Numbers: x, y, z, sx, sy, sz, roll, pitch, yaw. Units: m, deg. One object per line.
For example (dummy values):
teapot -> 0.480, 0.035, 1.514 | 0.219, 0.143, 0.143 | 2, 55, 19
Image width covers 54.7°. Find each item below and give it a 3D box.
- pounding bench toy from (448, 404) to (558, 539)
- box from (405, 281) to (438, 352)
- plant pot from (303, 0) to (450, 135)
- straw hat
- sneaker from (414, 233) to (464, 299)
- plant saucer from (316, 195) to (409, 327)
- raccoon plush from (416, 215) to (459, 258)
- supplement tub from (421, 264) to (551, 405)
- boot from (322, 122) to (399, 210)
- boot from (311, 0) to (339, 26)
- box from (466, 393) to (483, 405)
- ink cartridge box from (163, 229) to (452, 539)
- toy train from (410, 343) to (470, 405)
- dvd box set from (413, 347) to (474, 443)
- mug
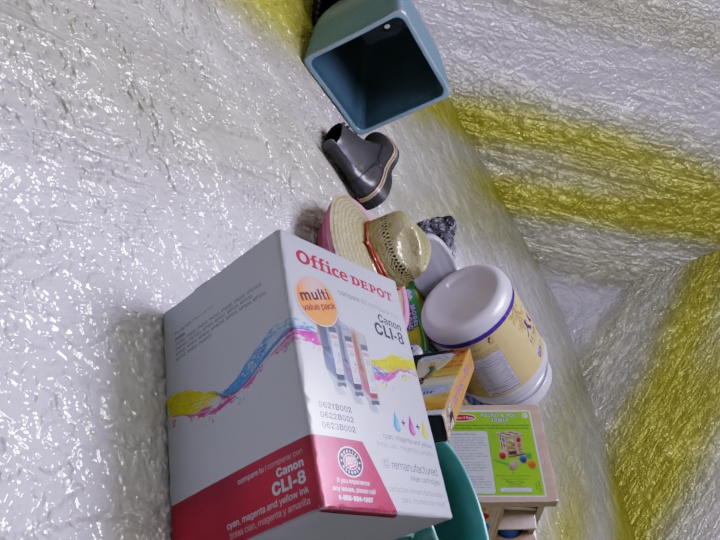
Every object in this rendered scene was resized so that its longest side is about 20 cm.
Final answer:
pounding bench toy -> 0.121, 0.265, 0.863 | 0.157, 0.197, 0.125 | 91, -2, -46
box -> 0.101, 0.097, 1.105 | 0.117, 0.048, 0.202 | 43, 31, -48
plant pot -> 0.032, -0.410, 1.257 | 0.196, 0.194, 0.202 | 46, 34, -43
straw hat -> 0.043, -0.027, 0.881 | 0.202, 0.084, 0.202 | 53, 22, -33
sneaker -> 0.127, -0.001, 1.132 | 0.116, 0.073, 0.201 | -94, 161, -53
plant saucer -> 0.000, 0.000, 0.943 | 0.201, 0.050, 0.202 | 53, 22, -32
raccoon plush -> 0.164, -0.027, 1.365 | 0.200, 0.096, 0.136 | 9, 66, -68
supplement tub -> 0.195, 0.108, 1.051 | 0.201, 0.144, 0.146 | 53, 22, -30
boot -> -0.002, -0.213, 1.163 | 0.139, 0.077, 0.201 | 49, 24, -29
boot -> -0.064, -0.556, 1.385 | 0.214, 0.079, 0.158 | 66, 19, -1
box -> 0.219, 0.251, 1.160 | 0.100, 0.095, 0.201 | 59, 20, -20
ink cartridge box -> -0.047, 0.103, 0.523 | 0.144, 0.144, 0.202 | 24, 43, -45
toy train -> 0.109, 0.187, 0.974 | 0.200, 0.085, 0.115 | 52, 13, -37
dvd box set -> 0.037, 0.134, 0.735 | 0.200, 0.144, 0.030 | -35, 112, -70
mug -> 0.036, 0.237, 0.659 | 0.186, 0.113, 0.153 | 54, 23, -28
